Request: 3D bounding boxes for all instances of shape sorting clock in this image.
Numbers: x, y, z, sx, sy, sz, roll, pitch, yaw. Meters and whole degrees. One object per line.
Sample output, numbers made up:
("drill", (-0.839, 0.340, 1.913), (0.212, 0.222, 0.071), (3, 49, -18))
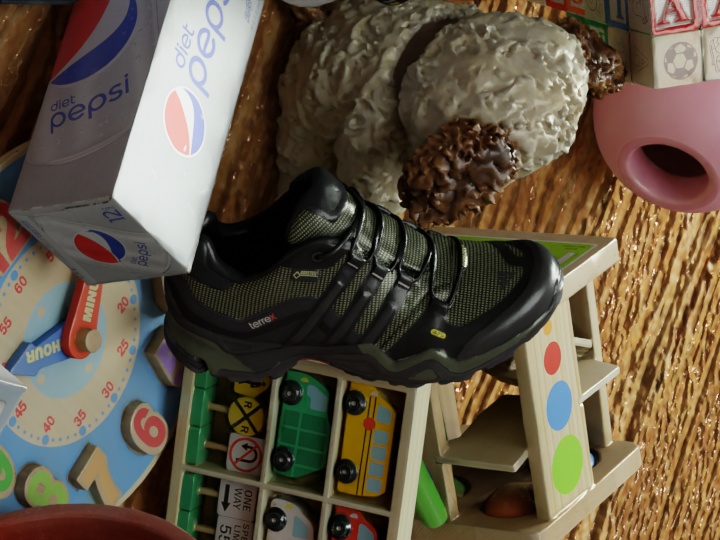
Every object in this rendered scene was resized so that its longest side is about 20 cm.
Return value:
("shape sorting clock", (-0.142, 0.033, 1.190), (0.200, 0.039, 0.201), (-10, 103, -48))

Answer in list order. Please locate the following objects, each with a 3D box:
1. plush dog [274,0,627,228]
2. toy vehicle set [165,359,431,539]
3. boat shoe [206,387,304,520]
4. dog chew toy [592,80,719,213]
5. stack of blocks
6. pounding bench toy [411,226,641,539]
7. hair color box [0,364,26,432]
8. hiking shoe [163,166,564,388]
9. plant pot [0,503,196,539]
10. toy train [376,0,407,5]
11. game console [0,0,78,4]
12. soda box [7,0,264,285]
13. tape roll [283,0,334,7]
("plush dog", (0.044, -0.094, 1.288), (0.200, 0.171, 0.161), (-45, 127, -35))
("toy vehicle set", (-0.038, 0.140, 1.248), (0.027, 0.124, 0.201), (-21, 119, -71))
("boat shoe", (-0.046, 0.135, 1.303), (0.066, 0.071, 0.202), (-13, 104, -61))
("dog chew toy", (0.223, -0.134, 1.544), (0.125, 0.124, 0.201), (56, 47, -38))
("stack of blocks", (0.144, -0.175, 1.373), (0.058, 0.200, 0.116), (-11, 106, -17))
("pounding bench toy", (0.050, 0.085, 1.344), (0.200, 0.124, 0.157), (-32, 120, -50))
("hair color box", (-0.245, 0.028, 1.010), (0.200, 0.099, 0.061), (21, 104, -49))
("hiking shoe", (0.000, 0.000, 1.189), (0.076, 0.199, 0.101), (-96, -179, -46))
("plant pot", (-0.135, 0.247, 1.128), (0.201, 0.200, 0.196), (-44, 135, -37))
("toy train", (0.009, -0.214, 1.147), (0.046, 0.034, 0.201), (36, 46, -56))
("game console", (-0.155, -0.220, 1.068), (0.118, 0.171, 0.201), (-6, 93, -23))
("soda box", (-0.100, -0.096, 1.167), (0.068, 0.063, 0.201), (46, 47, -45))
("tape roll", (-0.022, -0.236, 1.213), (0.202, 0.071, 0.203), (39, 43, -49))
